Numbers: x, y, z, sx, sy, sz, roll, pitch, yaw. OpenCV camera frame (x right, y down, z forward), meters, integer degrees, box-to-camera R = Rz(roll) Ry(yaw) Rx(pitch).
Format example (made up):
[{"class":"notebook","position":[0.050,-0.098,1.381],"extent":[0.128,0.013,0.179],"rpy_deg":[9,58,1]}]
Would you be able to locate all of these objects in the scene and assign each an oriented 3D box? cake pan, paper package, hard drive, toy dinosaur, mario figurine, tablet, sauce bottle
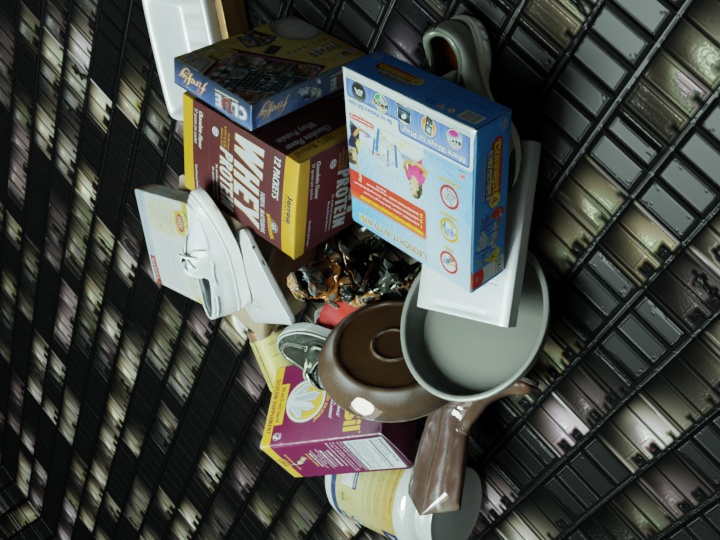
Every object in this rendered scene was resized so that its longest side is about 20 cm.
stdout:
[{"class":"cake pan","position":[0.137,0.058,1.085],"extent":[0.197,0.037,0.204],"rpy_deg":[-16,62,32]},{"class":"paper package","position":[-0.166,-0.038,1.340],"extent":[0.199,0.103,0.193],"rpy_deg":[36,135,25]},{"class":"hard drive","position":[0.132,-0.048,1.052],"extent":[0.130,0.026,0.205],"rpy_deg":[12,97,42]},{"class":"toy dinosaur","position":[0.000,0.000,1.160],"extent":[0.136,0.199,0.103],"rpy_deg":[-43,80,35]},{"class":"mario figurine","position":[-0.010,0.093,1.343],"extent":[0.121,0.108,0.201],"rpy_deg":[13,145,-3]},{"class":"tablet","position":[-0.144,0.012,1.205],"extent":[0.132,0.014,0.199],"rpy_deg":[64,160,-7]},{"class":"sauce bottle","position":[-0.121,0.177,1.503],"extent":[0.065,0.066,0.203],"rpy_deg":[-5,110,48]}]

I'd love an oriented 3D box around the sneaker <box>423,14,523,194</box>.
[{"class":"sneaker","position":[0.113,-0.172,0.994],"extent":[0.073,0.079,0.204],"rpy_deg":[-18,91,43]}]

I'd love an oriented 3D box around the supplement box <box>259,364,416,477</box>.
[{"class":"supplement box","position":[-0.026,0.204,1.298],"extent":[0.197,0.133,0.103],"rpy_deg":[-12,139,27]}]

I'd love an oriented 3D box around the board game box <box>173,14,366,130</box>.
[{"class":"board game box","position":[-0.105,-0.243,1.111],"extent":[0.135,0.199,0.035],"rpy_deg":[33,136,27]}]

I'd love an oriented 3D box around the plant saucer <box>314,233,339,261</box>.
[{"class":"plant saucer","position":[-0.099,-0.055,1.359],"extent":[0.198,0.029,0.203],"rpy_deg":[27,132,34]}]

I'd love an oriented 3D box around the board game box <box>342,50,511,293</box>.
[{"class":"board game box","position":[0.069,-0.108,0.997],"extent":[0.199,0.055,0.199],"rpy_deg":[34,141,38]}]

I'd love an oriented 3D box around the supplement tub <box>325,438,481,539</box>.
[{"class":"supplement tub","position":[0.061,0.312,1.330],"extent":[0.198,0.144,0.147],"rpy_deg":[13,123,42]}]

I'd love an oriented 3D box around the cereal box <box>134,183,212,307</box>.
[{"class":"cereal box","position":[-0.253,-0.040,1.305],"extent":[0.199,0.039,0.147],"rpy_deg":[19,122,54]}]

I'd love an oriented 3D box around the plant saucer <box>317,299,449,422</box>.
[{"class":"plant saucer","position":[0.041,0.103,1.173],"extent":[0.198,0.200,0.033],"rpy_deg":[26,142,33]}]

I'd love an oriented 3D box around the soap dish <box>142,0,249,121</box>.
[{"class":"soap dish","position":[-0.216,-0.305,1.283],"extent":[0.155,0.081,0.204],"rpy_deg":[15,124,40]}]

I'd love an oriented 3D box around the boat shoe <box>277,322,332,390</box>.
[{"class":"boat shoe","position":[-0.046,0.123,1.241],"extent":[0.197,0.064,0.072],"rpy_deg":[9,131,38]}]

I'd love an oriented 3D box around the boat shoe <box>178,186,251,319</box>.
[{"class":"boat shoe","position":[-0.193,-0.015,1.166],"extent":[0.072,0.068,0.202],"rpy_deg":[47,158,32]}]

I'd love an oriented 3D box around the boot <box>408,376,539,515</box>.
[{"class":"boot","position":[0.137,0.219,1.166],"extent":[0.185,0.063,0.204],"rpy_deg":[-3,68,58]}]

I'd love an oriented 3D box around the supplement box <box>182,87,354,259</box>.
[{"class":"supplement box","position":[-0.083,-0.152,1.147],"extent":[0.198,0.196,0.135],"rpy_deg":[32,135,27]}]
